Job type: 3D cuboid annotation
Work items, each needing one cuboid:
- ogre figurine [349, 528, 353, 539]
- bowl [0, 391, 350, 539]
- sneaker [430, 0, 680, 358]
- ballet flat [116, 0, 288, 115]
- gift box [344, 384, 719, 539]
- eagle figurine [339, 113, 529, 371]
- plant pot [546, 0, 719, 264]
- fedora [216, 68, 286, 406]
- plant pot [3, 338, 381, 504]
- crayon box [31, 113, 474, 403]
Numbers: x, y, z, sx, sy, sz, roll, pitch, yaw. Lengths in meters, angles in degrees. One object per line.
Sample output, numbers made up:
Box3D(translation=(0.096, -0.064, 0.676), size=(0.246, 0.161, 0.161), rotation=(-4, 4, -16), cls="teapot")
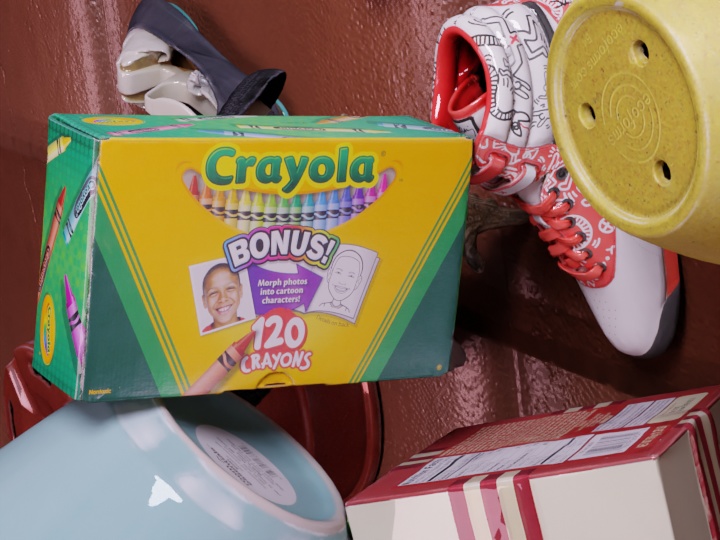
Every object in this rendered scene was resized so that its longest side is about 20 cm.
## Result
Box3D(translation=(-0.005, 0.272, 1.371), size=(0.098, 0.119, 0.201), rotation=(8, 111, 57), cls="ogre figurine")
Box3D(translation=(-0.082, 0.121, 0.980), size=(0.105, 0.200, 0.201), rotation=(-53, 51, 11), cls="bowl")
Box3D(translation=(0.093, -0.041, 1.044), size=(0.067, 0.107, 0.203), rotation=(12, 115, 58), cls="sneaker")
Box3D(translation=(-0.124, -0.129, 1.408), size=(0.200, 0.073, 0.073), rotation=(42, 139, 43), cls="ballet flat")
Box3D(translation=(0.119, 0.170, 1.004), size=(0.199, 0.184, 0.188), rotation=(-9, 96, 29), cls="gift box")
Box3D(translation=(0.004, -0.004, 1.207), size=(0.200, 0.151, 0.152), rotation=(-31, 88, 49), cls="eagle figurine")
Box3D(translation=(0.162, -0.080, 0.870), size=(0.200, 0.141, 0.201), rotation=(37, 136, 47), cls="plant pot")
Box3D(translation=(-0.060, 0.000, 1.073), size=(0.091, 0.201, 0.201), rotation=(27, 141, 1), cls="fedora")
Box3D(translation=(-0.121, 0.094, 1.396), size=(0.201, 0.194, 0.202), rotation=(36, 135, 47), cls="plant pot")
Box3D(translation=(-0.048, -0.009, 0.966), size=(0.058, 0.199, 0.120), rotation=(25, 113, 55), cls="crayon box")
